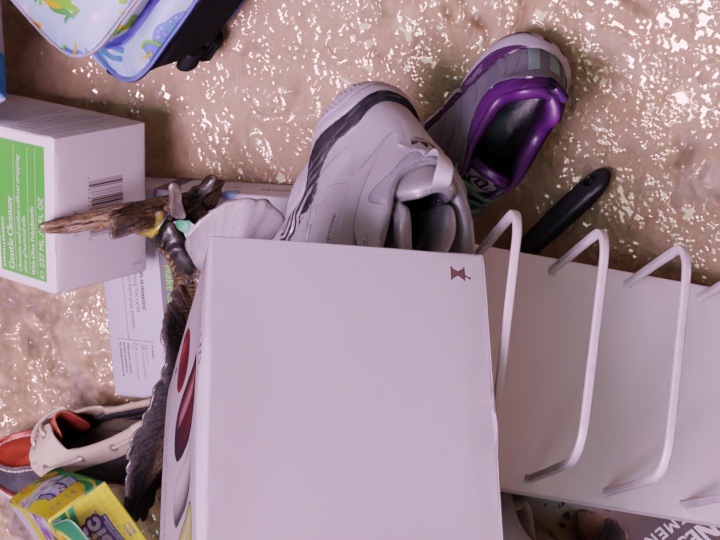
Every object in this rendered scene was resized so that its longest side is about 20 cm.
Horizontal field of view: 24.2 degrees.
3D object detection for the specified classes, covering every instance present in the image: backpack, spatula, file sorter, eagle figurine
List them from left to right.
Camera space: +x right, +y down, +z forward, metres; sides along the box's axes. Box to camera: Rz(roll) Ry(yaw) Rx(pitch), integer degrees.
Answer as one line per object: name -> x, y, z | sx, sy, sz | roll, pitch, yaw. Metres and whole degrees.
backpack -> -0.155, -0.239, 1.033 | 0.200, 0.147, 0.183 | 46, 117, 9
eagle figurine -> -0.094, 0.044, 1.067 | 0.152, 0.151, 0.200 | -16, 89, 14
spatula -> 0.090, 0.010, 1.057 | 0.021, 0.057, 0.200 | 28, 116, -24
file sorter -> 0.156, 0.056, 0.921 | 0.200, 0.125, 0.139 | 10, 75, -7

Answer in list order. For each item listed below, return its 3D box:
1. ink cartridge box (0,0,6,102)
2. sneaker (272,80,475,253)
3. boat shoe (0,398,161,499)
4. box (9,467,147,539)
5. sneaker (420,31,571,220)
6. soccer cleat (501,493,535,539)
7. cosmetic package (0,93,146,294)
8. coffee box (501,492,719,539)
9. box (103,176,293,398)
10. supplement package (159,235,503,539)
ink cartridge box -> -0.304, -0.178, 1.124 | 0.116, 0.067, 0.200 | -26, 51, 19
sneaker -> 0.000, 0.000, 0.969 | 0.115, 0.075, 0.200 | 48, 125, 54
boat shoe -> -0.197, 0.124, 1.199 | 0.200, 0.071, 0.063 | -6, 127, 36
box -> -0.165, 0.188, 1.082 | 0.117, 0.048, 0.200 | 57, 164, -9
sneaker -> 0.051, -0.053, 1.009 | 0.074, 0.088, 0.200 | 32, 112, -13
soccer cleat -> 0.059, 0.161, 1.022 | 0.200, 0.085, 0.069 | 28, 145, 44
cosmetic package -> -0.241, -0.060, 1.139 | 0.200, 0.085, 0.108 | 12, 109, 38
coffee box -> 0.146, 0.162, 1.059 | 0.113, 0.080, 0.200 | 48, 120, 4
box -> -0.081, 0.018, 1.143 | 0.200, 0.041, 0.156 | 5, 109, 23
supplement package -> -0.024, 0.113, 0.889 | 0.147, 0.191, 0.200 | 4, 152, -11
